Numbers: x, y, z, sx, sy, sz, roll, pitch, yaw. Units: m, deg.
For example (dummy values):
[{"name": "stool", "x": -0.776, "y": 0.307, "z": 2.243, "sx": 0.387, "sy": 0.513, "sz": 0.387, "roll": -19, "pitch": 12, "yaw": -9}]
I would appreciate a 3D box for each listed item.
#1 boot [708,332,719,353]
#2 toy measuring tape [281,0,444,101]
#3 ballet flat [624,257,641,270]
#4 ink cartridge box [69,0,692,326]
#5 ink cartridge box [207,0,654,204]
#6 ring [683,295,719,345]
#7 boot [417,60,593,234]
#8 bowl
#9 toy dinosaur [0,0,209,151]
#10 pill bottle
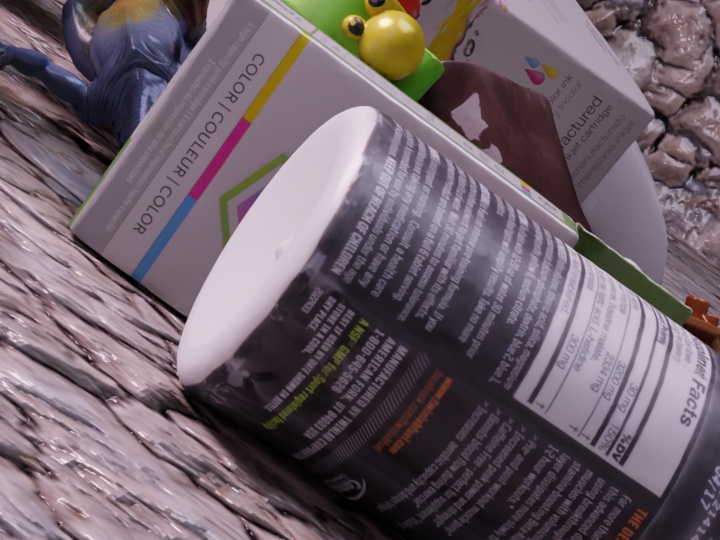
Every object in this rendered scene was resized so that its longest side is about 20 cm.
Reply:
[{"name": "boot", "x": 0.218, "y": 0.107, "z": 1.476, "sx": 0.155, "sy": 0.077, "sz": 0.200, "roll": 36, "pitch": -3, "yaw": 3}, {"name": "toy measuring tape", "x": -0.028, "y": -0.094, "z": 1.132, "sx": 0.073, "sy": 0.074, "sz": 0.200, "roll": 33, "pitch": -8, "yaw": -21}, {"name": "ballet flat", "x": 0.089, "y": 0.007, "z": 1.342, "sx": 0.200, "sy": 0.074, "sz": 0.074, "roll": 47, "pitch": 3, "yaw": -24}, {"name": "ink cartridge box", "x": 0.009, "y": -0.001, "z": 1.029, "sx": 0.200, "sy": 0.104, "sz": 0.059, "roll": 36, "pitch": 8, "yaw": -3}, {"name": "ink cartridge box", "x": 0.006, "y": -0.100, "z": 1.410, "sx": 0.199, "sy": 0.147, "sz": 0.146, "roll": 31, "pitch": 17, "yaw": -28}, {"name": "ring", "x": 0.113, "y": 0.004, "z": 1.556, "sx": 0.199, "sy": 0.019, "sz": 0.200, "roll": 19, "pitch": -2, "yaw": 1}, {"name": "boot", "x": 0.090, "y": 0.010, "z": 1.162, "sx": 0.199, "sy": 0.072, "sz": 0.168, "roll": 16, "pitch": 61, "yaw": -53}, {"name": "bowl", "x": 0.087, "y": -0.069, "z": 1.672, "sx": 0.199, "sy": 0.075, "sz": 0.200, "roll": 29, "pitch": -14, "yaw": 31}, {"name": "toy dinosaur", "x": -0.076, "y": -0.087, "z": 1.199, "sx": 0.200, "sy": 0.105, "sz": 0.182, "roll": 38, "pitch": 30, "yaw": -52}, {"name": "pill bottle", "x": 0.049, "y": 0.045, "z": 0.924, "sx": 0.199, "sy": 0.106, "sz": 0.106, "roll": 35, "pitch": 7, "yaw": -13}]
